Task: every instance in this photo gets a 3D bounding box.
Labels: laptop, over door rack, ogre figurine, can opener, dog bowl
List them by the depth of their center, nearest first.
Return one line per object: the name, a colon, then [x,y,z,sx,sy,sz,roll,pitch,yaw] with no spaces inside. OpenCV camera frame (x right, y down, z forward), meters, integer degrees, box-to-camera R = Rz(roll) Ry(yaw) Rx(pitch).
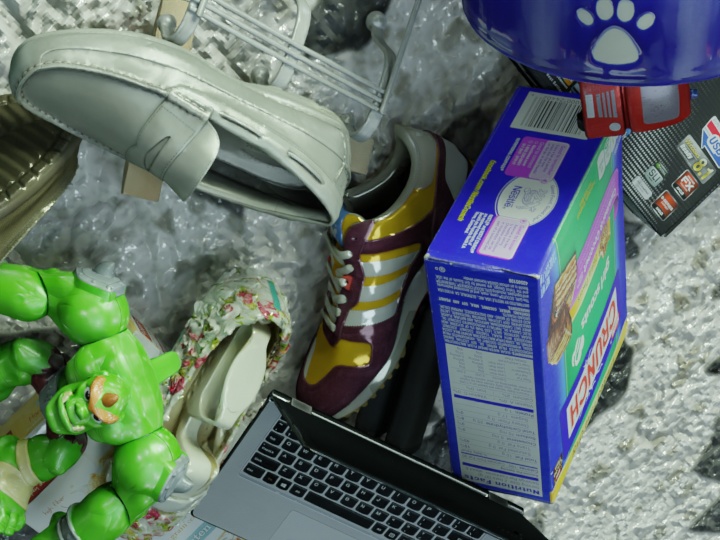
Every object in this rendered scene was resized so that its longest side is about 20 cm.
dog bowl: [0.151,-0.185,0.800,0.198,0.201,0.079,-17,129,-14]
over door rack: [-0.018,-0.195,0.847,0.147,0.066,0.202,24,92,-33]
ogre figurine: [-0.173,0.075,0.867,0.119,0.202,0.098,-18,167,17]
laptop: [0.008,0.166,0.900,0.186,0.116,0.201,27,126,-13]
can opener: [0.027,0.102,1.035,0.066,0.052,0.202,-24,133,-53]

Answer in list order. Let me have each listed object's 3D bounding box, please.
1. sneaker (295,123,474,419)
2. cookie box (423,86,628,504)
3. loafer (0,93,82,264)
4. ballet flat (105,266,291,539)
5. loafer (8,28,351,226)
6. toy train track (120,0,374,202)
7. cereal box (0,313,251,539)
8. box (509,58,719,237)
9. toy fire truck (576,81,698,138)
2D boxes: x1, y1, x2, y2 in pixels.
sneaker: [0.000,0.000,0.950,0.090,0.075,0.201,30,93,-34]
cookie box: [0.112,0.016,0.932,0.201,0.074,0.172,80,31,-42]
loafer: [-0.233,-0.021,0.821,0.200,0.076,0.068,-45,160,-22]
ballet flat: [-0.103,0.092,0.913,0.075,0.064,0.202,18,104,-33]
loafer: [-0.095,-0.076,0.802,0.198,0.070,0.070,14,142,-21]
toy train track: [-0.085,-0.092,0.876,0.198,0.032,0.116,13,90,-28]
cereal box: [-0.139,0.138,0.979,0.144,0.040,0.200,-44,124,2]
box: [0.201,-0.143,0.975,0.160,0.044,0.200,-43,124,3]
toy fire truck: [0.194,-0.147,0.858,0.139,0.201,0.049,-6,122,13]
